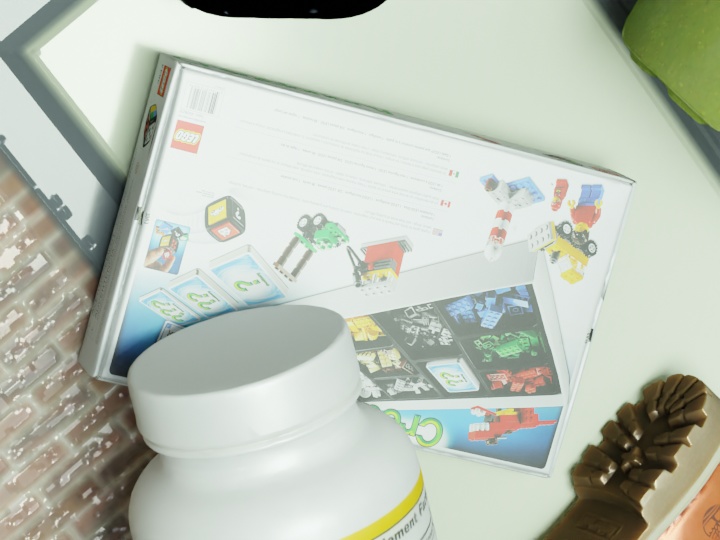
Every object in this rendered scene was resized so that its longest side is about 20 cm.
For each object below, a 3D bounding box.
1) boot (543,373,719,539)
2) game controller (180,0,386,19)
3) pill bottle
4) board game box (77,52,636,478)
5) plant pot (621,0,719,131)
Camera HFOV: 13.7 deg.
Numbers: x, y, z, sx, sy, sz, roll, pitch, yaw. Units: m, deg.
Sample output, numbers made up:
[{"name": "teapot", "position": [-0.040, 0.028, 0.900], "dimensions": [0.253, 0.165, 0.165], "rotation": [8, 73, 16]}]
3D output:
[{"name": "boot", "position": [0.106, 0.152, 1.232], "dimensions": [0.200, 0.075, 0.107], "rotation": [-48, 116, -6]}, {"name": "game controller", "position": [-0.024, -0.196, 1.131], "dimensions": [0.104, 0.042, 0.201], "rotation": [0, 101, -19]}, {"name": "pill bottle", "position": [-0.024, 0.121, 1.128], "dimensions": [0.112, 0.112, 0.201], "rotation": [-19, 109, -14]}, {"name": "board game box", "position": [0.000, 0.000, 1.181], "dimensions": [0.199, 0.035, 0.127], "rotation": [14, 97, -21]}, {"name": "plant pot", "position": [0.205, -0.121, 1.160], "dimensions": [0.200, 0.200, 0.190], "rotation": [37, 99, -21]}]
